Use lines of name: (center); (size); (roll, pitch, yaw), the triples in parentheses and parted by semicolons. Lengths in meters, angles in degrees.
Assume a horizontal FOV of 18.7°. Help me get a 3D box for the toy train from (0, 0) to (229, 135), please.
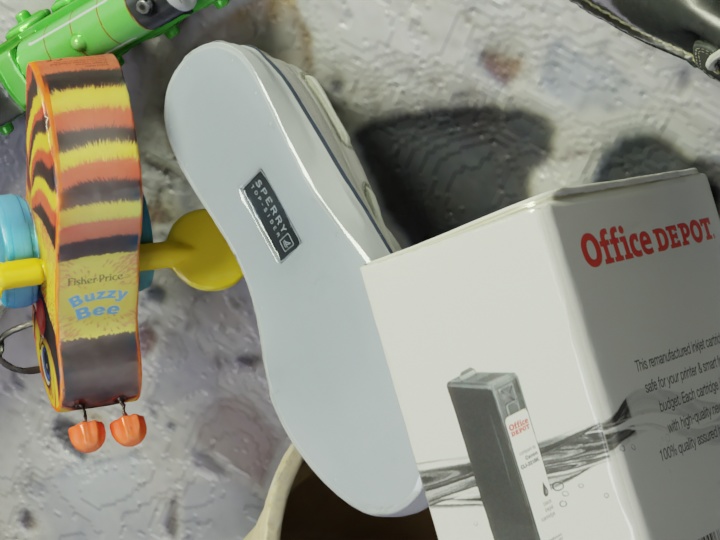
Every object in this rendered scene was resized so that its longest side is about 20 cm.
toy train: (-0.132, -0.088, 0.907); (0.200, 0.056, 0.042); (-25, 103, 34)

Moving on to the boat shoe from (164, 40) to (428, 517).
boat shoe: (-0.004, 0.002, 0.857); (0.075, 0.086, 0.202); (-41, 66, 30)

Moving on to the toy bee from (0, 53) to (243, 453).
toy bee: (-0.106, 0.013, 0.899); (0.131, 0.109, 0.200); (-22, 144, -1)

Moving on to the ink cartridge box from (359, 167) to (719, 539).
ink cartridge box: (0.093, 0.072, 0.798); (0.084, 0.144, 0.200); (-17, 87, 32)

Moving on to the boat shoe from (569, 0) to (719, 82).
boat shoe: (0.151, -0.088, 0.767); (0.200, 0.068, 0.072); (24, 126, 14)

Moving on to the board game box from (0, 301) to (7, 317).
board game box: (-0.270, -0.011, 1.027); (0.200, 0.034, 0.134); (42, 126, 0)

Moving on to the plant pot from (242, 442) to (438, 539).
plant pot: (0.000, 0.170, 0.917); (0.200, 0.200, 0.183); (47, 137, -4)
